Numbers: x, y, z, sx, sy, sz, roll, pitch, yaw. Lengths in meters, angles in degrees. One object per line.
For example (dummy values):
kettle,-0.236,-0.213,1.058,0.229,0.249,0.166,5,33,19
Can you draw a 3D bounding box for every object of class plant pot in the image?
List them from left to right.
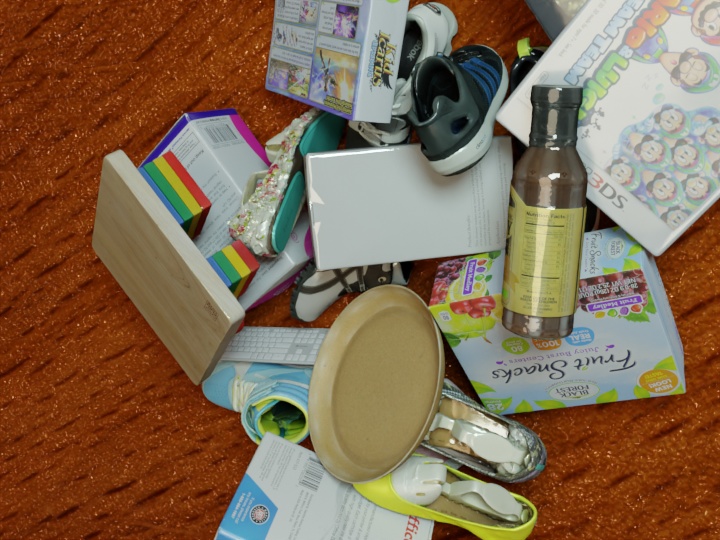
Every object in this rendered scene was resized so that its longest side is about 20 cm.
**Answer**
plant pot,0.018,0.114,0.863,0.199,0.027,0.202,-28,51,43

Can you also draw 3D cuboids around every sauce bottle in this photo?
sauce bottle,0.152,-0.048,0.695,0.064,0.065,0.202,8,104,23

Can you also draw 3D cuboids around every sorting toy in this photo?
sorting toy,-0.186,-0.006,0.885,0.200,0.069,0.199,51,149,7

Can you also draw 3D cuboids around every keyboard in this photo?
keyboard,-0.110,0.088,1.008,0.198,0.056,0.011,-1,125,25

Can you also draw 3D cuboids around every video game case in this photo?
video game case,-0.025,-0.252,0.837,0.200,0.045,0.183,33,118,53
video game case,0.236,-0.140,0.675,0.182,0.024,0.200,41,118,3

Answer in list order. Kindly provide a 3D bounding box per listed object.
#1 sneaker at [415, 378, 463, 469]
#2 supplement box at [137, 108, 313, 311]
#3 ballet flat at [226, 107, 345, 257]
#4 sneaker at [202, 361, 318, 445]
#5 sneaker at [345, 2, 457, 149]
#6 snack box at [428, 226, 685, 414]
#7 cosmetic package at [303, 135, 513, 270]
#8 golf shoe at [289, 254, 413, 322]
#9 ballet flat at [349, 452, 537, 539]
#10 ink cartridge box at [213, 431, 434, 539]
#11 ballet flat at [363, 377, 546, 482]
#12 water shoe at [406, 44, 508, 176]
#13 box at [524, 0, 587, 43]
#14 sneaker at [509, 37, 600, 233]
sneaker,0.050,0.196,0.948,0.200,0.075,0.105,-42,85,21
supplement box,-0.138,-0.069,0.957,0.103,0.101,0.201,-40,84,27
ballet flat,-0.079,-0.103,0.881,0.063,0.201,0.076,12,147,21
sneaker,-0.122,0.148,0.984,0.198,0.130,0.080,-2,104,25
sneaker,0.024,-0.176,0.865,0.074,0.088,0.201,29,114,14
snack box,0.189,0.054,0.814,0.198,0.068,0.169,-10,130,27
cosmetic package,0.046,-0.068,0.833,0.198,0.081,0.114,-4,98,-3
golf shoe,0.000,0.000,0.923,0.094,0.078,0.200,44,117,9
ballet flat,0.089,0.222,0.865,0.198,0.067,0.067,22,146,-6
ink cartridge box,-0.038,0.272,0.862,0.198,0.147,0.086,25,122,0
ballet flat,0.091,0.154,0.854,0.199,0.072,0.073,21,110,14
water shoe,0.088,-0.170,0.775,0.071,0.201,0.079,-22,123,25
box,0.213,-0.239,0.740,0.106,0.122,0.201,-33,87,28
sneaker,0.173,-0.116,0.810,0.071,0.083,0.202,-14,96,27
